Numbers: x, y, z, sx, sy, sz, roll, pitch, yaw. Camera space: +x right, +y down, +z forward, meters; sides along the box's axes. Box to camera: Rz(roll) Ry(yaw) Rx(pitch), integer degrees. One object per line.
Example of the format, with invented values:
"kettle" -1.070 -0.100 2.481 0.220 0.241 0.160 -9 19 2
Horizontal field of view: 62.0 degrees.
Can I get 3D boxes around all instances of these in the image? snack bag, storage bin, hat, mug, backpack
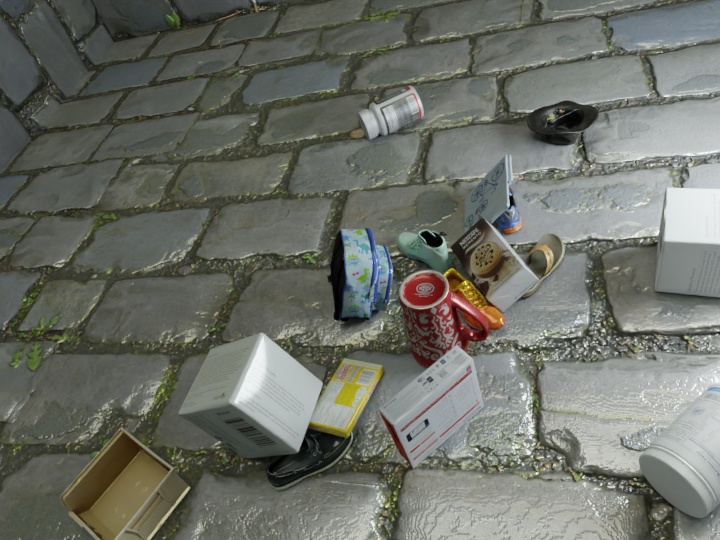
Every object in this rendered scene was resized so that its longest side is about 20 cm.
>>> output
"snack bag" 0.330 -0.178 1.553 0.021 0.189 0.201 25 47 -17
"storage bin" -0.508 0.482 1.289 0.199 0.094 0.199 20 58 34
"hat" 0.577 -0.406 1.713 0.199 0.081 0.202 -12 37 9
"mug" 0.175 0.095 1.311 0.176 0.201 0.134 -23 44 0
"backpack" 0.000 0.000 1.468 0.145 0.201 0.184 -3 42 -9

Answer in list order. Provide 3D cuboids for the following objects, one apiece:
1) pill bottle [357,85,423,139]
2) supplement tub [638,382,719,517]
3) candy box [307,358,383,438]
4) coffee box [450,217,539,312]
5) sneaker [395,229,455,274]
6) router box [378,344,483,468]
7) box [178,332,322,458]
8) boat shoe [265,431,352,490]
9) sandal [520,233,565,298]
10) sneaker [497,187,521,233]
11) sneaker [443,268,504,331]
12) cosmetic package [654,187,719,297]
"pill bottle" 0.098 -0.516 1.973 0.199 0.114 0.114 -25 45 -3
"supplement tub" 0.588 0.298 1.012 0.199 0.132 0.132 -37 46 -13
"candy box" -0.032 0.275 1.317 0.101 0.027 0.200 5 37 27
"coffee box" 0.313 -0.017 1.420 0.113 0.080 0.201 -45 41 15
"sneaker" 0.158 -0.078 1.538 0.074 0.119 0.200 -41 46 -17
"router box" 0.145 0.270 1.175 0.199 0.180 0.049 -36 46 -15
"box" -0.229 0.269 1.266 0.199 0.199 0.172 -19 38 40
"boat shoe" -0.110 0.380 1.250 0.198 0.066 0.075 -26 43 -4
"sandal" 0.422 -0.019 1.425 0.080 0.054 0.200 25 62 38
"sneaker" 0.380 -0.190 1.585 0.075 0.079 0.201 -17 45 4
"sneaker" 0.254 0.070 1.393 0.073 0.078 0.200 -35 48 -15
"cosmetic package" 0.738 -0.058 1.262 0.198 0.166 0.166 6 50 25
